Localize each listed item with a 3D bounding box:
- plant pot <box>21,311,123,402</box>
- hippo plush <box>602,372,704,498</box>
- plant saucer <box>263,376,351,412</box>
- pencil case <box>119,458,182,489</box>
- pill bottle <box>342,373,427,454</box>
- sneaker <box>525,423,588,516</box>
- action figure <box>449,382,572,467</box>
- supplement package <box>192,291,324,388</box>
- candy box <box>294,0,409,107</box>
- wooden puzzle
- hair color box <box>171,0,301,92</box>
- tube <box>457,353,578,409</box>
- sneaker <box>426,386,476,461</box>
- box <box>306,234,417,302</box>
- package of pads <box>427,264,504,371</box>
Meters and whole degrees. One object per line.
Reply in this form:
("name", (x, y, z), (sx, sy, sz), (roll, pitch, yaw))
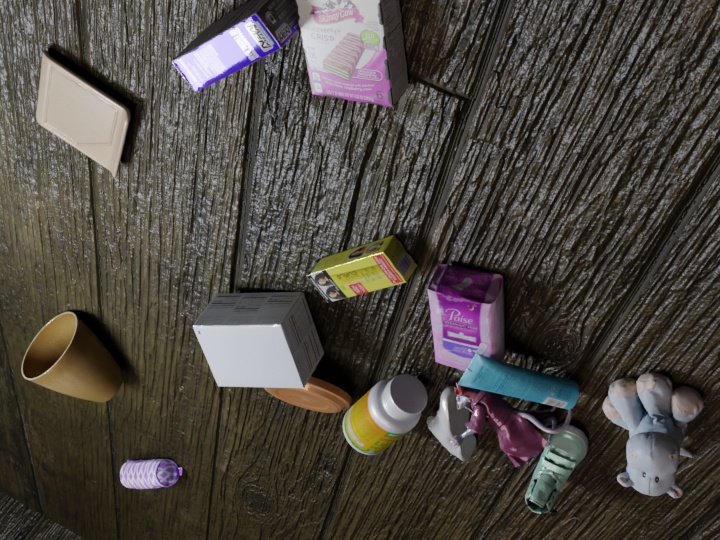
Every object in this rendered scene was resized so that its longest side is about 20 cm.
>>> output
("plant pot", (-0.678, 0.233, 2.285), (0.186, 0.187, 0.200), (-9, 139, 40))
("hippo plush", (0.460, 0.280, 1.541), (0.159, 0.161, 0.201), (14, 138, 22))
("plant saucer", (-0.117, 0.254, 1.959), (0.199, 0.032, 0.200), (15, 159, 6))
("pencil case", (-0.590, 0.569, 2.639), (0.085, 0.084, 0.200), (17, 160, -42))
("pill bottle", (0.052, 0.281, 1.864), (0.111, 0.111, 0.200), (36, 141, -4))
("sneaker", (0.360, 0.375, 1.745), (0.074, 0.118, 0.201), (23, 139, 15))
("action figure", (0.251, 0.263, 1.691), (0.200, 0.134, 0.149), (36, 141, -8))
("supplement package", (-0.198, 0.137, 1.850), (0.199, 0.111, 0.156), (-1, 123, 25))
("candy box", (-0.013, -0.332, 1.305), (0.136, 0.061, 0.201), (13, 137, 24))
("wooden puzzle", (-0.504, -0.285, 1.720), (0.200, 0.037, 0.185), (37, 142, 2))
("hair color box", (-0.170, -0.339, 1.368), (0.200, 0.109, 0.065), (-16, 122, 44))
("tube", (0.272, 0.192, 1.609), (0.199, 0.050, 0.078), (15, 121, -13))
("sneaker", (0.165, 0.293, 1.839), (0.088, 0.075, 0.200), (21, 143, 33))
("box", (0.000, 0.000, 1.653), (0.200, 0.050, 0.075), (-15, 121, 43))
("package of pads", (0.183, 0.088, 1.600), (0.120, 0.076, 0.200), (11, 137, 20))
